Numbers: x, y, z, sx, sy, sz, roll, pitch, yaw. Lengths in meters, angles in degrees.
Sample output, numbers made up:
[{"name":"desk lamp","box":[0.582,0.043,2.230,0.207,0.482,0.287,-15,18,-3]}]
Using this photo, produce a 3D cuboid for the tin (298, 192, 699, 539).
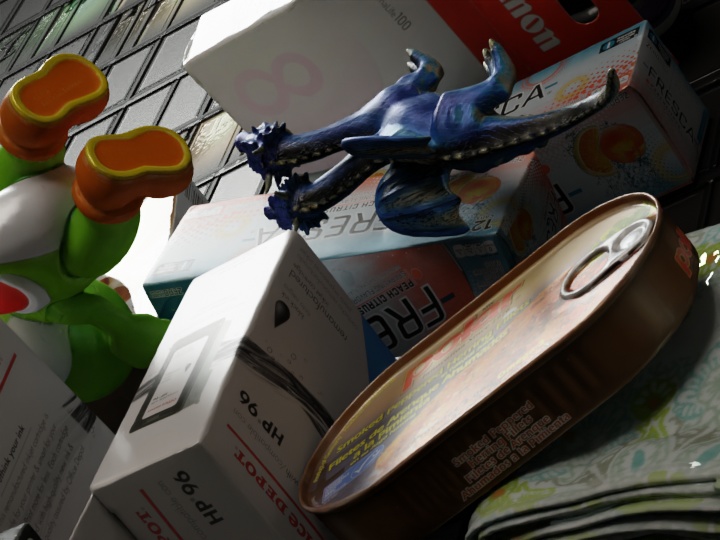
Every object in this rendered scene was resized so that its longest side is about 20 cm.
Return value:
[{"name":"tin","box":[0.058,0.045,1.204,0.200,0.042,0.112,-39,20,19]}]

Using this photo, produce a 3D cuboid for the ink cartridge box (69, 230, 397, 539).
[{"name":"ink cartridge box","box":[-0.046,0.091,1.274,0.068,0.116,0.200,-25,25,31]}]

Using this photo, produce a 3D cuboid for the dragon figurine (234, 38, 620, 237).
[{"name":"dragon figurine","box":[0.031,-0.053,1.305,0.199,0.059,0.099,8,43,46]}]

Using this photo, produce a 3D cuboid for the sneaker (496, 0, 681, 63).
[{"name":"sneaker","box":[0.069,-0.131,1.520,0.199,0.076,0.088,-26,-13,8]}]

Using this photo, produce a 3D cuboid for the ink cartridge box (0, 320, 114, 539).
[{"name":"ink cartridge box","box":[-0.170,0.103,1.290,0.068,0.200,0.116,-21,33,34]}]

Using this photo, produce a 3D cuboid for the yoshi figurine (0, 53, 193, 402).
[{"name":"yoshi figurine","box":[-0.135,-0.003,1.355,0.113,0.111,0.201,-91,19,-49]}]

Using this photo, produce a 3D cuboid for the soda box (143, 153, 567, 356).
[{"name":"soda box","box":[0.000,0.000,1.385,0.199,0.064,0.069,-8,33,30]}]

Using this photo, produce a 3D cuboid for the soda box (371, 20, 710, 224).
[{"name":"soda box","box":[0.072,-0.046,1.437,0.199,0.064,0.069,-24,25,29]}]

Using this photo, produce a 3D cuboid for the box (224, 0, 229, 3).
[{"name":"box","box":[0.002,-0.195,1.658,0.171,0.200,0.199,-34,21,4]}]

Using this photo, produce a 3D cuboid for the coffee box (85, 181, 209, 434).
[{"name":"coffee box","box":[-0.125,0.040,1.545,0.114,0.080,0.200,-31,22,15]}]

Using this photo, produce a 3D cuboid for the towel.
[{"name":"towel","box":[0.144,0.042,1.173,0.171,0.048,0.200,-13,32,45]}]

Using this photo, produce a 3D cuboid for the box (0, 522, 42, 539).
[{"name":"box","box":[-0.166,0.230,1.136,0.124,0.149,0.200,-23,26,29]}]

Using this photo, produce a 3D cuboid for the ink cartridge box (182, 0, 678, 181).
[{"name":"ink cartridge box","box":[0.035,-0.104,1.469,0.199,0.163,0.057,-22,37,34]}]
